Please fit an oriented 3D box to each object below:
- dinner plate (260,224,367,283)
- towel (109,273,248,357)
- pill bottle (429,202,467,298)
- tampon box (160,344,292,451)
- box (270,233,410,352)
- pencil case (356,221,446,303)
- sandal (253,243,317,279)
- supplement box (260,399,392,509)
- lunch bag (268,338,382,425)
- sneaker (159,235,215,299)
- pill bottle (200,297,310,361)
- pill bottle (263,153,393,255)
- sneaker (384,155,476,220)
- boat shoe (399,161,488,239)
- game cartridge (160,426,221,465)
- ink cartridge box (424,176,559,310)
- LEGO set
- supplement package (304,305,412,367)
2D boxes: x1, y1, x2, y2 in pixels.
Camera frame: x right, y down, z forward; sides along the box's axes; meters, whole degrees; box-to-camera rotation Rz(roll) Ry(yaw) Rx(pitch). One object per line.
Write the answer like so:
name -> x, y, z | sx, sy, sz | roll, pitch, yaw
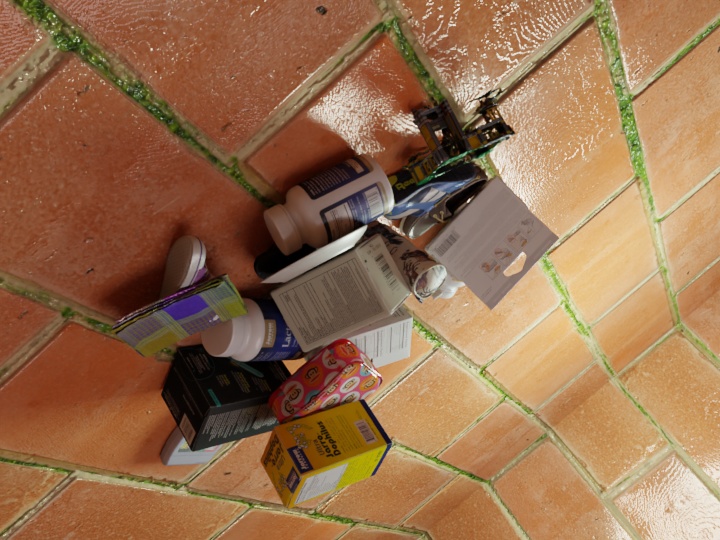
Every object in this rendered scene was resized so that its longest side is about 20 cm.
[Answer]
dinner plate -> -0.073, -0.020, 1.292 | 0.200, 0.024, 0.200 | -27, -179, 1
towel -> -0.290, 0.078, 1.271 | 0.200, 0.023, 0.144 | -23, 153, -5
pill bottle -> 0.206, -0.037, 1.646 | 0.104, 0.104, 0.200 | -8, 138, -38
tampon box -> -0.248, 0.230, 1.495 | 0.200, 0.150, 0.126 | -5, 134, -41
box -> -0.034, 0.040, 1.387 | 0.200, 0.128, 0.109 | -25, -173, 30
pencil case -> 0.071, -0.020, 1.460 | 0.078, 0.200, 0.090 | -32, 136, -22
sandal -> -0.124, -0.034, 1.395 | 0.200, 0.045, 0.075 | -21, 153, -50
supplement box -> -0.062, 0.330, 1.423 | 0.200, 0.110, 0.109 | -11, 140, -35
lunch bag -> -0.056, 0.233, 1.474 | 0.200, 0.082, 0.176 | -40, 143, 2
sneaker -> -0.257, 0.010, 1.279 | 0.114, 0.073, 0.201 | -6, 148, -30
pill bottle -> -0.185, 0.109, 1.436 | 0.200, 0.116, 0.116 | 4, 129, -48
pill bottle -> -0.055, -0.105, 1.298 | 0.200, 0.111, 0.111 | -28, 147, -15
sneaker -> 0.120, -0.152, 1.451 | 0.200, 0.074, 0.082 | -21, 147, -13
boat shoe -> 0.162, -0.130, 1.525 | 0.200, 0.060, 0.072 | -43, 148, 9
game cartridge -> -0.334, 0.343, 1.665 | 0.133, 0.041, 0.200 | 17, 119, -48
ink cartridge box -> 0.255, -0.053, 1.530 | 0.200, 0.176, 0.045 | -46, -177, -3
LEGO set -> 0.158, -0.246, 1.365 | 0.200, 0.116, 0.154 | -26, 176, -12
supplement package -> -0.009, 0.130, 1.566 | 0.200, 0.114, 0.110 | -15, 130, -21
